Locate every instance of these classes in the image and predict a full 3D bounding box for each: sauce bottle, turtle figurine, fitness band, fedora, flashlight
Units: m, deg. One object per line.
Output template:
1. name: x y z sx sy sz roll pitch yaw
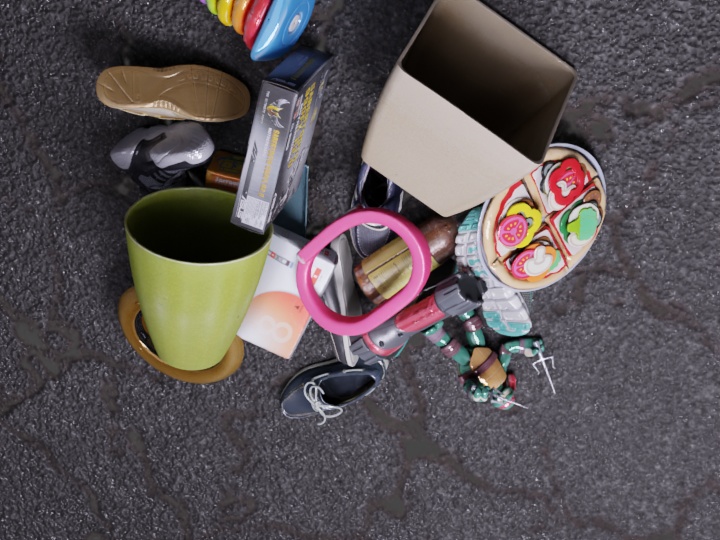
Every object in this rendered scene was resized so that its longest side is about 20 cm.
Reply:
1. sauce bottle: 0.087 -0.030 1.693 0.200 0.066 0.066 -31 109 14
2. turtle figurine: 0.174 0.130 1.752 0.200 0.150 0.101 51 138 -11
3. fitness band: 0.000 0.000 1.642 0.200 0.037 0.144 -38 92 30
4. fedora: -0.253 0.075 1.862 0.200 0.082 0.201 13 132 14
5. flashlight: 0.070 0.060 1.677 0.068 0.068 0.200 42 133 -21

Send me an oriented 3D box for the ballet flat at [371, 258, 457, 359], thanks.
1. ballet flat: 0.059 0.052 1.762 0.068 0.068 0.200 15 128 -24

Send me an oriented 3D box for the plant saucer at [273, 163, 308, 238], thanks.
1. plant saucer: -0.107 -0.067 1.774 0.070 0.019 0.200 10 124 10

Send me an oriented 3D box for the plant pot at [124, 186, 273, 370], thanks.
1. plant pot: -0.215 0.023 1.660 0.187 0.187 0.200 13 123 8

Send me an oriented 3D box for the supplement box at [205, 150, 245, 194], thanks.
1. supplement box: -0.184 -0.062 1.771 0.066 0.069 0.200 12 121 6

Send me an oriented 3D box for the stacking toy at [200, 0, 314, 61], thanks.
1. stacking toy: -0.163 -0.351 1.572 0.200 0.110 0.116 30 110 10

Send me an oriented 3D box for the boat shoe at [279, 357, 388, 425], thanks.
1. boat shoe: -0.045 0.178 1.883 0.200 0.062 0.075 -23 114 28

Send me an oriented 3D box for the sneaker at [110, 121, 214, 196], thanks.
1. sneaker: -0.246 -0.136 1.718 0.200 0.076 0.114 4 136 46

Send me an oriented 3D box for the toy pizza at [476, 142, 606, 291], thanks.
1. toy pizza: 0.234 -0.062 1.594 0.200 0.032 0.201 -14 120 -26

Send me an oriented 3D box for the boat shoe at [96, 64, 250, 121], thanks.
1. boat shoe: -0.246 -0.235 1.677 0.199 0.069 0.074 7 93 -12

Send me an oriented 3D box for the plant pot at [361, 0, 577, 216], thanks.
1. plant pot: 0.114 -0.188 1.539 0.200 0.200 0.177 34 137 -6

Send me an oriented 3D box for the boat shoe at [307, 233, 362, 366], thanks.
1. boat shoe: -0.039 0.042 1.790 0.060 0.074 0.200 -1 118 17

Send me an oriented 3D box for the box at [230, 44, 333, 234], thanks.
1. box: -0.099 -0.167 1.612 0.048 0.158 0.200 20 118 6

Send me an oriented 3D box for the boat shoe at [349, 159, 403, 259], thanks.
1. boat shoe: 0.016 -0.082 1.682 0.074 0.093 0.200 12 124 9

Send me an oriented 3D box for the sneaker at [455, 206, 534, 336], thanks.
1. sneaker: 0.183 -0.012 1.677 0.077 0.091 0.200 0 130 27

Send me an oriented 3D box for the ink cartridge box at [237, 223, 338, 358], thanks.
1. ink cartridge box: -0.151 0.009 1.727 0.200 0.050 0.162 23 113 -8
